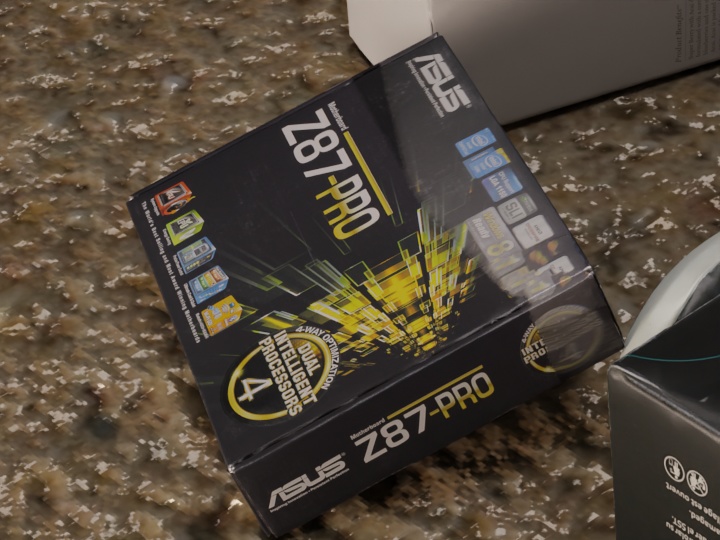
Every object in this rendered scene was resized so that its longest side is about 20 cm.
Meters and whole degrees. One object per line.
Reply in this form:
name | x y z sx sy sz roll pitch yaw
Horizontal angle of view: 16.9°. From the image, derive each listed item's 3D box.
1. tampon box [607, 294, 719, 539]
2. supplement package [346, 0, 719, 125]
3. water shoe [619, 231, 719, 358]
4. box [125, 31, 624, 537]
tampon box | 0.174 0.099 0.745 0.150 0.201 0.126 -31 43 -28
supplement package | 0.101 -0.164 1.179 0.199 0.122 0.120 -17 38 -15
water shoe | 0.190 0.014 0.968 0.200 0.072 0.079 -30 47 -26
box | 0.000 0.000 1.001 0.161 0.049 0.200 -26 38 1
